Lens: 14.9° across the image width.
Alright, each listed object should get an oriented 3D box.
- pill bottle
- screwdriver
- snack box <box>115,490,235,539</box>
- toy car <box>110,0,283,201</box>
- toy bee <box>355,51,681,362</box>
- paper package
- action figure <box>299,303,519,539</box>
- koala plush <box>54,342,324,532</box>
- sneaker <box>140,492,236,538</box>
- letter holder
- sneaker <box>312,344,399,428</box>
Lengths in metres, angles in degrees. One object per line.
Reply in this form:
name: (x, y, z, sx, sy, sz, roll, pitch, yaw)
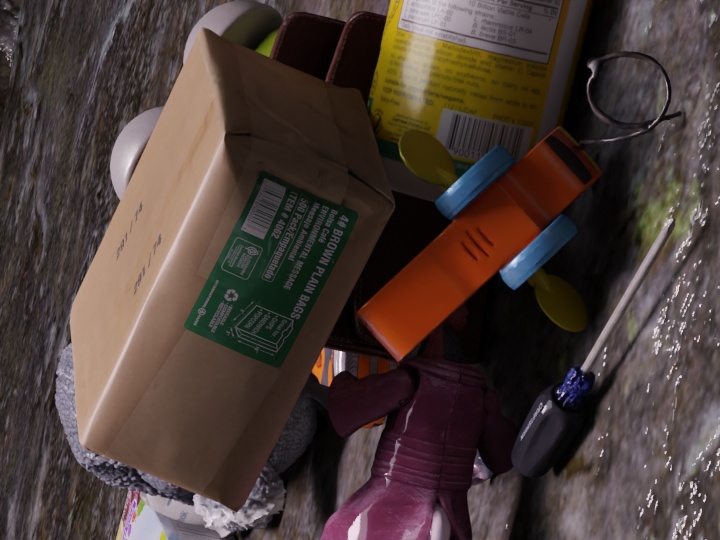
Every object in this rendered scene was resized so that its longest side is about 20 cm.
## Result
pill bottle: (0.071, -0.139, 1.536, 0.113, 0.112, 0.201, -141, 63, -73)
screwdriver: (0.118, 0.042, 1.388, 0.029, 0.028, 0.200, -54, -8, -40)
snack box: (-0.152, 0.266, 2.114, 0.200, 0.067, 0.169, -139, 62, -70)
toy car: (-0.056, -0.073, 1.888, 0.175, 0.150, 0.200, 36, 92, 30)
toy bee: (0.091, -0.029, 1.444, 0.131, 0.199, 0.109, 68, -165, -2)
paper package: (-0.075, -0.003, 1.496, 0.200, 0.103, 0.191, -63, 17, 18)
action figure: (0.028, 0.107, 1.474, 0.149, 0.133, 0.201, -176, 95, -73)
koala plush: (-0.100, 0.098, 1.902, 0.200, 0.183, 0.178, 13, 92, 63)
sneaker: (-0.112, 0.096, 2.061, 0.075, 0.087, 0.201, 138, 142, -68)
letter holder: (0.007, -0.053, 1.643, 0.101, 0.142, 0.201, 169, 112, -73)
sneaker: (0.000, 0.000, 1.750, 0.112, 0.077, 0.201, 165, 115, -72)
